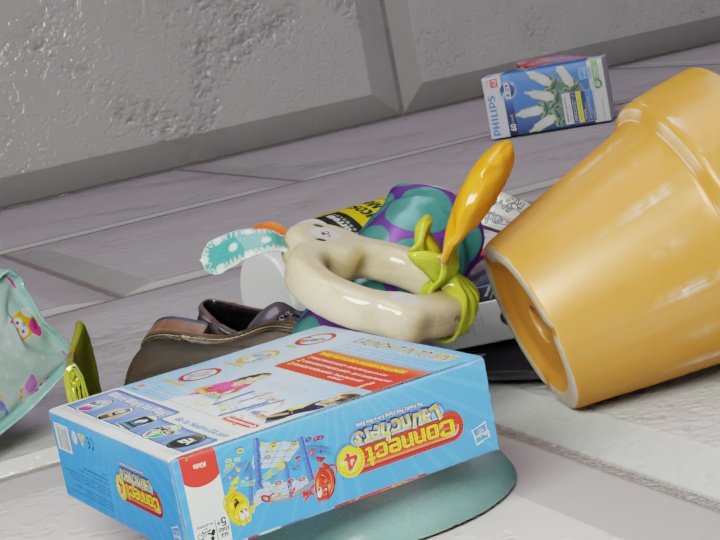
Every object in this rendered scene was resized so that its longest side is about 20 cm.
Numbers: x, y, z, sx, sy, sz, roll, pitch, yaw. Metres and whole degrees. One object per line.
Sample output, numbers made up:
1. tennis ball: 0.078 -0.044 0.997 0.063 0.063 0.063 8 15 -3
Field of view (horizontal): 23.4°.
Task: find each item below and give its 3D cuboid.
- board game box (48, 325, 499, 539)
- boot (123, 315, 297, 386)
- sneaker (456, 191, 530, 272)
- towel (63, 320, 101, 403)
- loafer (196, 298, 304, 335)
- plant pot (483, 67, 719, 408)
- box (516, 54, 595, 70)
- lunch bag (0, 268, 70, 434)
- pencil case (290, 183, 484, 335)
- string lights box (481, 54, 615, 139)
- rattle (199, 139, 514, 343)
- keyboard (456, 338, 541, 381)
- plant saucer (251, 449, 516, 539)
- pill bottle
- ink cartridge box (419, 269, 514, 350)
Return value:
1. board game box: -0.055 0.092 1.011 0.195 0.056 0.200 -16 11 -26
2. boot: -0.094 0.092 1.307 0.199 0.075 0.097 2 38 28
3. sneaker: 0.064 -0.017 1.458 0.200 0.067 0.108 4 51 -7
4. towel: -0.199 0.093 1.282 0.018 0.087 0.200 -11 9 -6
5. loafer: -0.080 0.052 1.416 0.072 0.063 0.199 -8 2 -36
6. plant pot: 0.190 -0.005 1.169 0.182 0.201 0.200 -28 12 -7
7. box: 0.336 -0.309 2.949 0.094 0.103 0.200 -12 9 -7
8. lunch bag: -0.351 0.091 1.350 0.170 0.122 0.200 6 46 49
9. pencil case: 0.018 0.025 1.254 0.085 0.092 0.200 -32 19 49
10. string lights box: 0.304 -0.280 2.812 0.199 0.104 0.059 -9 11 17
11. rattle: -0.009 -0.039 1.153 0.130 0.144 0.199 -27 43 -37
12. keyboard: 0.094 0.064 1.329 0.199 0.021 0.127 -3 18 37
13. plant saucer: -0.006 0.123 1.050 0.198 0.036 0.200 -10 10 2
14. pill bottle: 0.000 0.000 1.518 0.199 0.113 0.112 -18 12 -33
15. ink cartridge box: 0.090 0.029 1.349 0.199 0.039 0.099 -11 13 13
